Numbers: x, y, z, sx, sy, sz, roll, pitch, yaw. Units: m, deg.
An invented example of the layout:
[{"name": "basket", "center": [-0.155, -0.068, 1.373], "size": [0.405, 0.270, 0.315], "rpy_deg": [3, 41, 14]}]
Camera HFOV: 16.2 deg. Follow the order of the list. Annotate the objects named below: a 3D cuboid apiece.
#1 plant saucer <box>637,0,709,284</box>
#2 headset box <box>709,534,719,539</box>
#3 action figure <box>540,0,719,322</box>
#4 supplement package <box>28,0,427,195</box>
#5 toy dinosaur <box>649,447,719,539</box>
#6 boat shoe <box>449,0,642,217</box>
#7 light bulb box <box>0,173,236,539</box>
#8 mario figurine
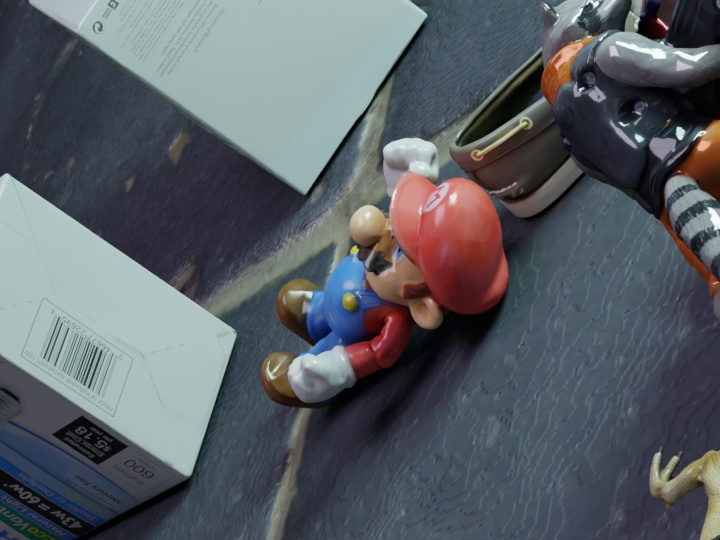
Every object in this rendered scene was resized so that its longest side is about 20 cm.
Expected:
[{"name": "plant saucer", "center": [0.193, -0.082, 1.181], "size": [0.200, 0.034, 0.202], "rpy_deg": [172, 90, -67]}, {"name": "headset box", "center": [0.120, 0.210, 0.904], "size": [0.200, 0.092, 0.175], "rpy_deg": [-38, 58, 38]}, {"name": "action figure", "center": [0.147, -0.075, 1.127], "size": [0.193, 0.104, 0.201], "rpy_deg": [46, 141, 39]}, {"name": "supplement package", "center": [-0.093, -0.179, 1.732], "size": [0.152, 0.199, 0.151], "rpy_deg": [-55, 24, 0]}, {"name": "toy dinosaur", "center": [0.161, 0.094, 1.064], "size": [0.200, 0.058, 0.101], "rpy_deg": [-51, 4, -24]}, {"name": "boat shoe", "center": [0.132, -0.120, 1.414], "size": [0.202, 0.060, 0.072], "rpy_deg": [-49, 25, 15]}, {"name": "light bulb box", "center": [-0.225, 0.070, 1.670], "size": [0.200, 0.198, 0.125], "rpy_deg": [-31, 32, 44]}, {"name": "mario figurine", "center": [0.000, 0.000, 1.444], "size": [0.200, 0.105, 0.124], "rpy_deg": [-39, 68, 47]}]
